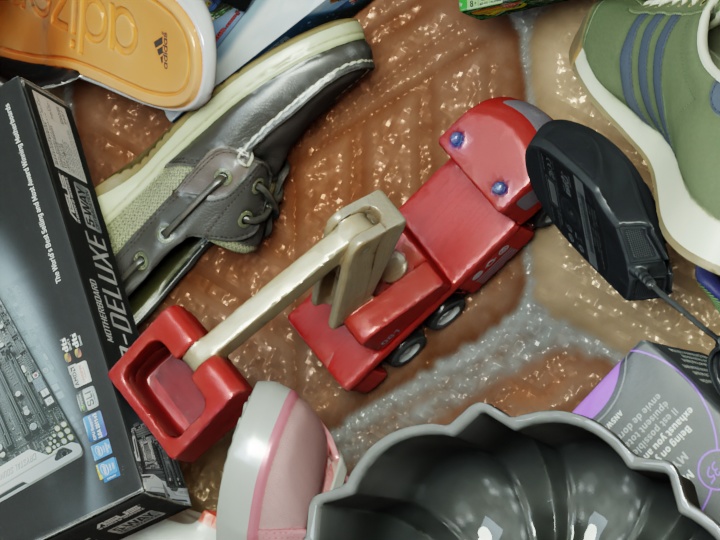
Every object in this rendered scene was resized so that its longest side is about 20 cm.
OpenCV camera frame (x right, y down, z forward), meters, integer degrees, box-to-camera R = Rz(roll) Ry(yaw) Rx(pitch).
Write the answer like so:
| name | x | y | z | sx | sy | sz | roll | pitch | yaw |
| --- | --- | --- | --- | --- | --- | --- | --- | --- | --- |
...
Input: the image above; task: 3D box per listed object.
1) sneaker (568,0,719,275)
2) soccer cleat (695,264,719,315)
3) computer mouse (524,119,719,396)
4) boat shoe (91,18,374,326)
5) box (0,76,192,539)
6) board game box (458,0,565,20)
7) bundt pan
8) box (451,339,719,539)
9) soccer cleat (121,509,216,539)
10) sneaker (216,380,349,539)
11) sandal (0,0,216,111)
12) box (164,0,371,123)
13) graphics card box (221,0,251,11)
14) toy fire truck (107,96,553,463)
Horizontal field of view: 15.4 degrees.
| name | x | y | z | sx | sy | sz | roll | pitch | yaw |
| --- | --- | --- | --- | --- | --- | --- | --- | --- | --- |
| sneaker | 0.144 | -0.080 | 1.060 | 0.067 | 0.201 | 0.090 | 16 | 117 | -20 |
| soccer cleat | 0.212 | -0.028 | 1.050 | 0.084 | 0.065 | 0.200 | 37 | 130 | -12 |
| computer mouse | 0.126 | 0.001 | 1.042 | 0.034 | 0.059 | 0.200 | -28 | 48 | -13 |
| boat shoe | -0.065 | -0.035 | 1.198 | 0.200 | 0.073 | 0.065 | -39 | 80 | 18 |
| box | -0.176 | 0.040 | 1.163 | 0.157 | 0.050 | 0.201 | -25 | 69 | 17 |
| board game box | 0.125 | -0.172 | 1.097 | 0.199 | 0.023 | 0.105 | -9 | 76 | 35 |
| bundt pan | 0.066 | 0.151 | 1.006 | 0.201 | 0.076 | 0.203 | -1 | 87 | 22 |
| box | 0.154 | 0.139 | 1.070 | 0.122 | 0.106 | 0.200 | -47 | 71 | 11 |
| soccer cleat | -0.143 | 0.110 | 1.207 | 0.199 | 0.069 | 0.078 | 25 | 96 | 18 |
| sneaker | 0.001 | 0.124 | 1.101 | 0.104 | 0.201 | 0.076 | 9 | 48 | 13 |
| sandal | -0.142 | -0.117 | 1.193 | 0.206 | 0.059 | 0.080 | 21 | 115 | 48 |
| box | -0.038 | -0.177 | 1.217 | 0.200 | 0.038 | 0.137 | -37 | 72 | 13 |
| graphics card box | -0.055 | -0.232 | 1.184 | 0.125 | 0.051 | 0.201 | 35 | 96 | 21 |
| toy fire truck | 0.000 | 0.000 | 1.126 | 0.200 | 0.141 | 0.049 | -44 | 72 | 10 |
